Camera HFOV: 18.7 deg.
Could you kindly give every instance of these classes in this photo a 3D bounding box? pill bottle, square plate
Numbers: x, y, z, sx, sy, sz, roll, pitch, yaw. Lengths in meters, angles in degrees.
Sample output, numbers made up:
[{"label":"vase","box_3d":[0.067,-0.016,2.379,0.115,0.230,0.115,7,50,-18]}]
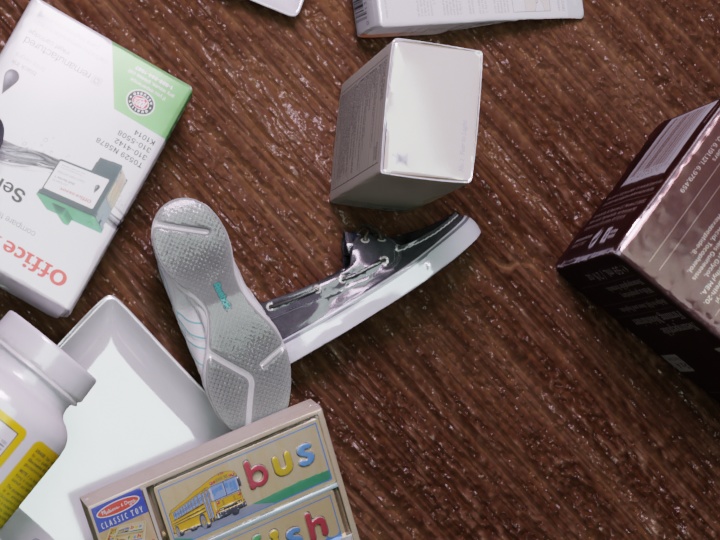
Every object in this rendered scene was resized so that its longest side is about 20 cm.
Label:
[{"label":"pill bottle","box_3d":[-0.290,0.133,1.616,0.112,0.112,0.200,40,81,-6]},{"label":"square plate","box_3d":[-0.196,0.157,1.703,0.200,0.028,0.198,46,78,-5]}]

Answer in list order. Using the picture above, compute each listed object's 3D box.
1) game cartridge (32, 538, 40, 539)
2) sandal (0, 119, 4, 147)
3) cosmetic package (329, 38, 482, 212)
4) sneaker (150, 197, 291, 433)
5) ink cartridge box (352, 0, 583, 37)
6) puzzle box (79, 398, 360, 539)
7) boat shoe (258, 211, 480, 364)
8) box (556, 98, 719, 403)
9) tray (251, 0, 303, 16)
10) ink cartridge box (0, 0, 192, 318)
[{"label":"game cartridge","box_3d":[-0.202,0.306,1.656,0.200,0.042,0.133,36,108,-8]},{"label":"sandal","box_3d":[-0.357,-0.103,1.631,0.199,0.043,0.076,-7,56,25]},{"label":"cosmetic package","box_3d":[0.032,-0.108,1.680,0.073,0.200,0.104,7,85,-12]},{"label":"sneaker","box_3d":[-0.109,0.036,1.704,0.070,0.080,0.201,-22,97,-11]},{"label":"ink cartridge box","box_3d":[0.081,-0.278,1.793,0.199,0.050,0.163,-5,87,-30]},{"label":"puzzle box","box_3d":[-0.104,0.196,1.681,0.199,0.025,0.134,-23,111,-16]},{"label":"boat shoe","box_3d":[0.000,0.000,1.739,0.199,0.070,0.066,-32,94,-4]},{"label":"box","box_3d":[0.297,-0.010,1.745,0.200,0.166,0.164,39,79,-6]},{"label":"tray","box_3d":[-0.126,-0.287,1.752,0.199,0.022,0.108,21,83,-10]},{"label":"ink cartridge box","box_3d":[-0.240,-0.083,1.682,0.146,0.084,0.201,29,81,-8]}]
